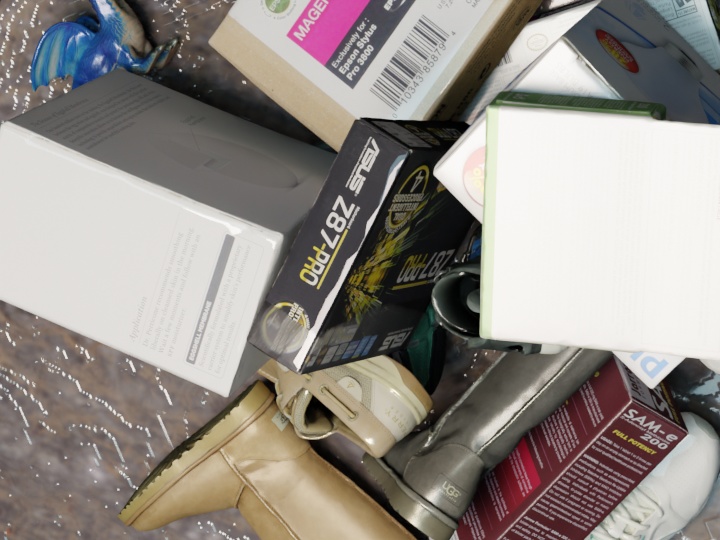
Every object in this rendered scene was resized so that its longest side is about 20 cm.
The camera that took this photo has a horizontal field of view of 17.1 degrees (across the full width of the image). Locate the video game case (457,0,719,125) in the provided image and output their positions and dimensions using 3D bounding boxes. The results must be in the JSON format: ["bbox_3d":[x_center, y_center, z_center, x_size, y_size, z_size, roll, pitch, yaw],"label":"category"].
[{"bbox_3d":[0.169,-0.096,1.642,0.199,0.036,0.182,-17,99,20],"label":"video game case"}]

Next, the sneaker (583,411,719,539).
[{"bbox_3d":[0.182,0.185,1.690,0.070,0.080,0.200,41,110,5],"label":"sneaker"}]

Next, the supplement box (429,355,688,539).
[{"bbox_3d":[0.131,0.136,1.671,0.061,0.109,0.200,29,116,-28],"label":"supplement box"}]

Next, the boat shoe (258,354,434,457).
[{"bbox_3d":[-0.031,0.082,1.684,0.200,0.065,0.072,20,154,51],"label":"boat shoe"}]

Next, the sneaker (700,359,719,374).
[{"bbox_3d":[0.317,0.062,1.605,0.199,0.100,0.075,12,110,15],"label":"sneaker"}]

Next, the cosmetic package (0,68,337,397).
[{"bbox_3d":[-0.128,-0.031,1.599,0.199,0.199,0.123,24,110,10],"label":"cosmetic package"}]

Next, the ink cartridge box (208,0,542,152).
[{"bbox_3d":[0.020,-0.184,1.617,0.165,0.075,0.200,38,103,13],"label":"ink cartridge box"}]

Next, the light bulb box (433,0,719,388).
[{"bbox_3d":[0.176,-0.060,1.523,0.198,0.200,0.125,44,113,0],"label":"light bulb box"}]

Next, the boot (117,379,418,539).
[{"bbox_3d":[-0.063,0.202,1.777,0.200,0.066,0.175,48,121,-5],"label":"boot"}]

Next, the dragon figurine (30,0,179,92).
[{"bbox_3d":[-0.200,-0.149,1.729,0.099,0.059,0.201,32,110,7],"label":"dragon figurine"}]

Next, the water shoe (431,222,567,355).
[{"bbox_3d":[0.083,0.005,1.575,0.078,0.200,0.072,-2,102,-11],"label":"water shoe"}]

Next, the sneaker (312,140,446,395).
[{"bbox_3d":[0.000,0.000,1.710,0.087,0.074,0.201,-13,90,31],"label":"sneaker"}]

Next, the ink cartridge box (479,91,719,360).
[{"bbox_3d":[0.170,-0.024,1.401,0.199,0.048,0.146,5,106,14],"label":"ink cartridge box"}]

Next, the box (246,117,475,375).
[{"bbox_3d":[0.014,-0.019,1.551,0.049,0.200,0.162,33,103,17],"label":"box"}]

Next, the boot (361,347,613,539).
[{"bbox_3d":[0.094,0.085,1.641,0.072,0.182,0.200,34,92,-17],"label":"boot"}]
